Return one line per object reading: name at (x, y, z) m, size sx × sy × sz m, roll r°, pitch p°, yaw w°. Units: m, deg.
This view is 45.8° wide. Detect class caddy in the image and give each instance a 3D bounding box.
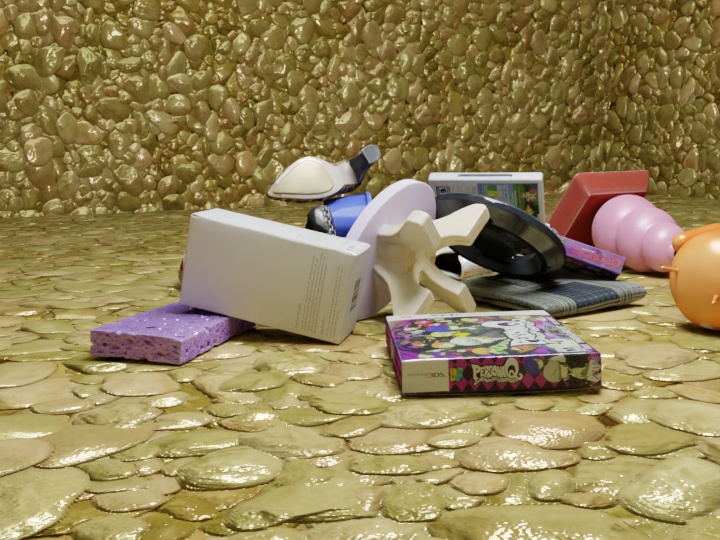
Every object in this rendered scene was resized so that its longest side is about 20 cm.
caddy at (-0.003, -0.052, 1.361) m, size 0.103 × 0.144 × 0.200 m, roll -4°, pitch 9°, yaw -1°

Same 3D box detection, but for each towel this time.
towel at (0.255, 0.032, 1.175) m, size 0.190 × 0.035 × 0.199 m, roll -9°, pitch 14°, yaw -31°

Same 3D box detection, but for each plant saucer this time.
plant saucer at (0.424, -0.090, 1.557) m, size 0.197 × 0.201 × 0.037 m, roll -6°, pitch 46°, yaw -33°

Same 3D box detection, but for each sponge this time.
sponge at (-0.204, 0.065, 0.964) m, size 0.109 × 0.030 × 0.200 m, roll 3°, pitch 8°, yaw 16°

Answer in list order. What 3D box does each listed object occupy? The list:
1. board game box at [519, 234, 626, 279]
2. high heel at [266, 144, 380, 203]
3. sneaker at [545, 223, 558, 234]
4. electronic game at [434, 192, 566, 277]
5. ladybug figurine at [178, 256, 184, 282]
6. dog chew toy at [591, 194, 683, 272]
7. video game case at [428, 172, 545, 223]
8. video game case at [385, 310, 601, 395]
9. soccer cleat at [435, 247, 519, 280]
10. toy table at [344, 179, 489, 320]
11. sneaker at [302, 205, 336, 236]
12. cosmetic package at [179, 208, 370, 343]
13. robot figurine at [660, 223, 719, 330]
board game box at (0.275, -0.030, 1.229) m, size 0.197 × 0.033 × 0.120 m, roll 20°, pitch -9°, yaw 13°
high heel at (-0.071, -0.133, 1.353) m, size 0.198 × 0.072 × 0.142 m, roll -23°, pitch -5°, yaw -23°
sneaker at (0.258, -0.031, 1.508) m, size 0.197 × 0.076 × 0.087 m, roll -1°, pitch -19°, yaw 24°
electronic game at (0.182, -0.047, 1.155) m, size 0.197 × 0.042 × 0.200 m, roll 24°, pitch -16°, yaw 7°
ladybug figurine at (-0.223, -0.014, 1.360) m, size 0.133 × 0.073 × 0.200 m, roll -3°, pitch 8°, yaw -11°
dog chew toy at (0.475, -0.055, 1.432) m, size 0.122 × 0.127 × 0.200 m, roll -3°, pitch 16°, yaw -15°
video game case at (0.211, -0.075, 1.394) m, size 0.179 × 0.202 × 0.022 m, roll 2°, pitch 44°, yaw 18°
video game case at (0.119, 0.076, 0.834) m, size 0.178 × 0.037 × 0.200 m, roll -2°, pitch 8°, yaw -1°
soccer cleat at (0.195, -0.014, 1.373) m, size 0.196 × 0.070 × 0.085 m, roll 1°, pitch 20°, yaw 21°
toy table at (0.066, -0.014, 1.052) m, size 0.116 × 0.202 × 0.184 m, roll 19°, pitch -14°, yaw 40°
sneaker at (-0.071, -0.006, 1.102) m, size 0.086 × 0.077 × 0.201 m, roll -9°, pitch -30°, yaw -6°
cosmetic package at (-0.098, 0.003, 0.981) m, size 0.197 × 0.110 × 0.085 m, roll 15°, pitch 13°, yaw 11°
robot figurine at (0.443, 0.007, 0.999) m, size 0.197 × 0.147 × 0.116 m, roll -6°, pitch -12°, yaw -32°
